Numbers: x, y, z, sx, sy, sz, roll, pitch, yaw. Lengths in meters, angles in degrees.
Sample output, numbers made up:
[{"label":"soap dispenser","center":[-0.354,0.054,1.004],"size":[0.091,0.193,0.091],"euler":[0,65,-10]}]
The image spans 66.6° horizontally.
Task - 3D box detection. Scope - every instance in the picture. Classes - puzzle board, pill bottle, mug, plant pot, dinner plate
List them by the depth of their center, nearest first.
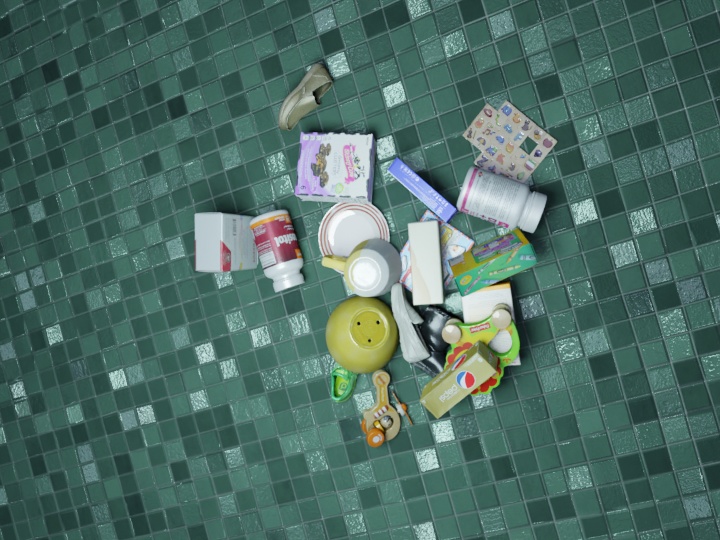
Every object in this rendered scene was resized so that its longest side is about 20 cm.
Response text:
[{"label":"pill bottle","center":[0.344,-0.171,1.341],"size":[0.197,0.113,0.116],"euler":[21,97,11]},{"label":"plant pot","center":[0.013,0.155,1.382],"size":[0.195,0.142,0.205],"euler":[1,79,-7]},{"label":"mug","center":[0.007,0.006,1.383],"size":[0.183,0.153,0.152],"euler":[-20,93,12]},{"label":"puzzle board","center":[0.182,-0.032,1.434],"size":[0.149,0.017,0.202],"euler":[34,100,9]},{"label":"dinner plate","center":[-0.017,-0.088,1.473],"size":[0.196,0.024,0.205],"euler":[0,92,13]},{"label":"pill bottle","center":[-0.219,-0.051,1.476],"size":[0.111,0.113,0.204],"euler":[-18,89,13]}]

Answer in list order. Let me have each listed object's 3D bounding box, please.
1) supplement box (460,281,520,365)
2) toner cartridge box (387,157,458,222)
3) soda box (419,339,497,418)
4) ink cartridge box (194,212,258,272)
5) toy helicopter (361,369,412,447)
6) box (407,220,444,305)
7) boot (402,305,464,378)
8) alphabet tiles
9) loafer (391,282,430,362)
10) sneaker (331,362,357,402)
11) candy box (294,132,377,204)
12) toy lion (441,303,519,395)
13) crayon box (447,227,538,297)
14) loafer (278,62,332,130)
[{"label":"supplement box","center":[0.327,0.137,1.377],"size":[0.123,0.073,0.205],"euler":[-7,92,16]},{"label":"toner cartridge box","center":[0.160,-0.201,1.391],"size":[0.200,0.095,0.043],"euler":[43,100,8]},{"label":"soda box","center":[0.231,0.259,1.296],"size":[0.064,0.068,0.200],"euler":[42,116,-1]},{"label":"ink cartridge box","center":[-0.353,-0.074,1.461],"size":[0.081,0.200,0.149],"euler":[1,92,15]},{"label":"toy helicopter","center":[0.068,0.355,1.442],"size":[0.129,0.079,0.204],"euler":[-7,107,-11]},{"label":"box","center":[0.168,-0.017,1.375],"size":[0.076,0.095,0.205],"euler":[-4,86,12]},{"label":"boot","center":[0.216,0.194,1.409],"size":[0.196,0.073,0.165],"euler":[30,100,15]},{"label":"alphabet tiles","center":[0.364,-0.319,1.384],"size":[0.199,0.008,0.168],"euler":[41,101,8]},{"label":"loafer","center":[0.126,0.127,1.380],"size":[0.068,0.070,0.204],"euler":[-16,86,17]},{"label":"sneaker","center":[-0.033,0.257,1.462],"size":[0.073,0.083,0.204],"euler":[13,95,12]},{"label":"candy box","center":[-0.063,-0.269,1.439],"size":[0.195,0.071,0.172],"euler":[4,85,12]},{"label":"toy lion","center":[0.292,0.201,1.326],"size":[0.197,0.069,0.195],"euler":[-20,94,18]},{"label":"crayon box","center":[0.320,-0.022,1.342],"size":[0.197,0.119,0.059],"euler":[-25,109,11]},{"label":"loafer","center":[-0.146,-0.454,1.459],"size":[0.067,0.076,0.201],"euler":[38,100,15]}]
